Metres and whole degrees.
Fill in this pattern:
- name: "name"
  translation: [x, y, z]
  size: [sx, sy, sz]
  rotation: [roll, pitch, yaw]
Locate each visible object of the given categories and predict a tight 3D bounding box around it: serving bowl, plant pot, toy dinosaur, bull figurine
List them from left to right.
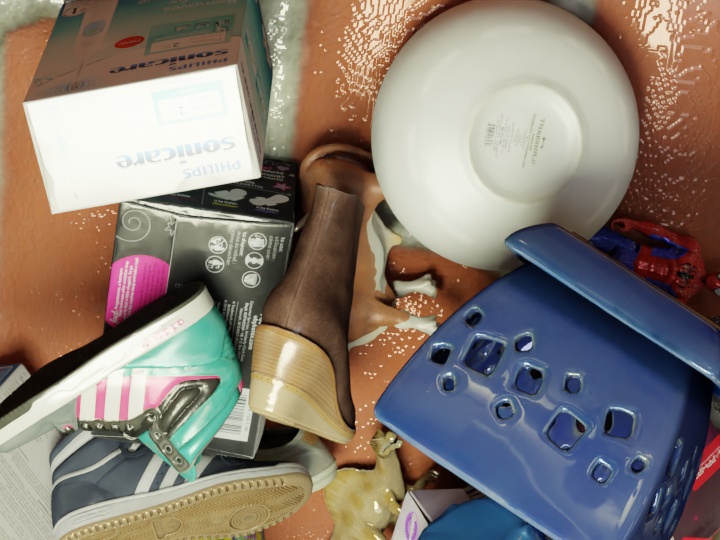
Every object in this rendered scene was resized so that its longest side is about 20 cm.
- name: "bull figurine"
  translation: [0.000, 0.000, 1.571]
  size: [0.120, 0.065, 0.201]
  rotation: [-1, 118, -4]
- name: "toy dinosaur"
  translation: [0.010, 0.204, 1.687]
  size: [0.101, 0.058, 0.201]
  rotation: [29, 120, 1]
- name: "serving bowl"
  translation: [0.110, -0.094, 1.490]
  size: [0.198, 0.066, 0.202]
  rotation: [-2, 100, -9]
- name: "plant pot"
  translation: [0.151, 0.087, 1.441]
  size: [0.199, 0.200, 0.180]
  rotation: [33, 91, 19]

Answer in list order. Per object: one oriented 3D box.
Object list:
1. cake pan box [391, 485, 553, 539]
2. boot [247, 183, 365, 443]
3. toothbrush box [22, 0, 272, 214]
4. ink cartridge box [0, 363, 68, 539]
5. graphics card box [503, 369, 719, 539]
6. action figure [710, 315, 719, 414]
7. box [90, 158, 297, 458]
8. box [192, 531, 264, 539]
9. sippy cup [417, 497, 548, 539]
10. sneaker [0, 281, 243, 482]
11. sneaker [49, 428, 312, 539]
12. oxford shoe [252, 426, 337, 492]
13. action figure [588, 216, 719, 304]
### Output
- name: "cake pan box"
  translation: [0.099, 0.261, 1.669]
  size: [0.183, 0.052, 0.201]
  rotation: [-1, 121, -29]
- name: "boot"
  translation: [-0.021, 0.033, 1.496]
  size: [0.072, 0.200, 0.168]
  rotation: [17, 84, 13]
- name: "toothbrush box"
  translation: [-0.141, -0.126, 1.434]
  size: [0.145, 0.200, 0.086]
  rotation: [-9, 116, 6]
- name: "ink cartridge box"
  translation: [-0.299, 0.186, 1.585]
  size: [0.076, 0.200, 0.137]
  rotation: [-12, 120, 41]
- name: "graphics card box"
  translation: [0.210, 0.138, 1.619]
  size: [0.125, 0.051, 0.201]
  rotation: [-39, 111, -13]
- name: "action figure"
  translation: [0.302, 0.081, 1.577]
  size: [0.102, 0.119, 0.200]
  rotation: [-39, 122, 1]
- name: "box"
  translation: [-0.122, 0.020, 1.553]
  size: [0.131, 0.115, 0.201]
  rotation: [8, 117, -5]
- name: "box"
  translation: [-0.171, 0.284, 1.635]
  size: [0.191, 0.200, 0.123]
  rotation: [-5, 117, 3]
- name: "sippy cup"
  translation: [0.103, 0.245, 1.554]
  size: [0.139, 0.178, 0.131]
  rotation: [-17, 119, 18]
- name: "sneaker"
  translation: [-0.164, 0.106, 1.490]
  size: [0.199, 0.084, 0.121]
  rotation: [-30, 104, 13]
- name: "sneaker"
  translation: [-0.142, 0.151, 1.587]
  size: [0.198, 0.109, 0.070]
  rotation: [-12, 139, -9]
- name: "oxford shoe"
  translation: [-0.118, 0.160, 1.648]
  size: [0.198, 0.075, 0.058]
  rotation: [-15, 105, 6]
- name: "action figure"
  translation: [0.190, -0.009, 1.571]
  size: [0.198, 0.052, 0.066]
  rotation: [13, 92, -8]
